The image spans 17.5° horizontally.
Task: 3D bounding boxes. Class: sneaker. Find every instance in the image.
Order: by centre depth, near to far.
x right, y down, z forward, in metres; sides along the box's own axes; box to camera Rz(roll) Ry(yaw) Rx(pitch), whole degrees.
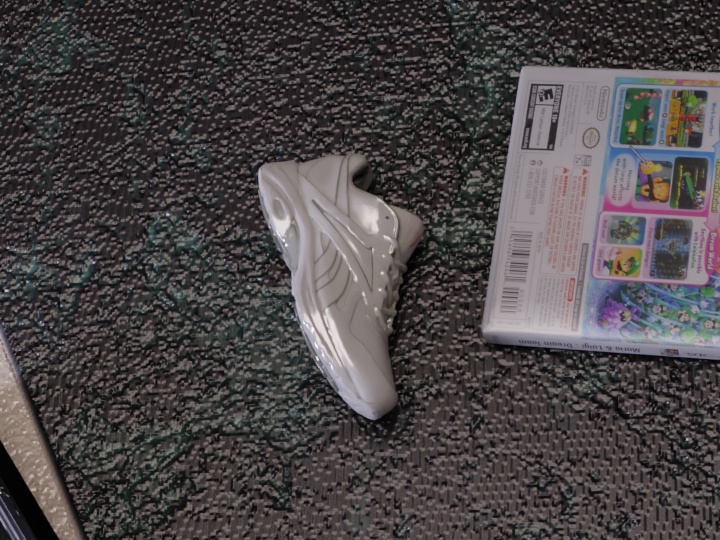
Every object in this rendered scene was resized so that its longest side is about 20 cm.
[{"bbox_3d":[0.000,0.000,1.535,0.099,0.078,0.201,-19,63,1],"label":"sneaker"}]

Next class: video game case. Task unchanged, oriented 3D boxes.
[{"bbox_3d":[0.182,-0.041,1.537,0.180,0.024,0.202,4,66,15],"label":"video game case"}]

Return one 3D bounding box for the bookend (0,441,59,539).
[{"bbox_3d":[-0.301,0.196,1.508,0.199,0.092,0.199,-34,63,-2],"label":"bookend"}]
